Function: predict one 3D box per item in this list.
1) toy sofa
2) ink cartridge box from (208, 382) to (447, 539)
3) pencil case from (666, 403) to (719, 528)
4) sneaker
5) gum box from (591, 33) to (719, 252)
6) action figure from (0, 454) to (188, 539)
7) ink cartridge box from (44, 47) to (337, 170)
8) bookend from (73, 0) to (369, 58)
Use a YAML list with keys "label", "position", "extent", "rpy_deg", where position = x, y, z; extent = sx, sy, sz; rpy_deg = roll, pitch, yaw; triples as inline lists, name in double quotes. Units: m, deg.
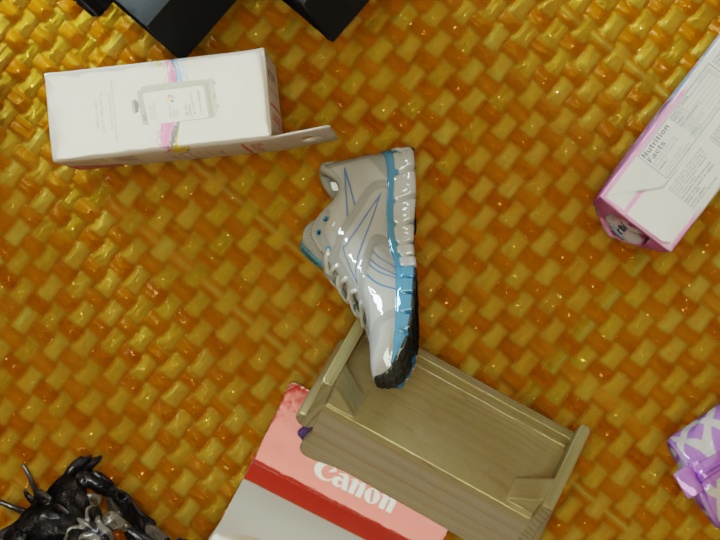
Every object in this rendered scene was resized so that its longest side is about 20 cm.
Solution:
- label: "toy sofa"
  position: [0.058, 0.122, 1.680]
  extent: [0.199, 0.098, 0.083]
  rpy_deg: [28, 53, 2]
- label: "ink cartridge box"
  position: [-0.027, 0.208, 1.698]
  extent: [0.162, 0.050, 0.201]
  rpy_deg: [26, 95, 2]
- label: "pencil case"
  position: [0.319, 0.108, 1.662]
  extent: [0.200, 0.085, 0.084]
  rpy_deg: [-34, 87, 3]
- label: "sneaker"
  position: [0.000, 0.000, 1.651]
  extent: [0.086, 0.075, 0.201]
  rpy_deg: [-1, 53, -1]
- label: "gum box"
  position: [0.247, -0.102, 1.649]
  extent: [0.066, 0.114, 0.200]
  rpy_deg: [38, 91, 2]
- label: "action figure"
  position: [-0.191, 0.208, 1.670]
  extent: [0.119, 0.200, 0.102]
  rpy_deg: [-39, 126, -25]
- label: "ink cartridge box"
  position: [-0.120, -0.118, 1.667]
  extent: [0.199, 0.116, 0.068]
  rpy_deg: [-6, 89, 2]
- label: "bookend"
  position: [-0.083, -0.220, 1.642]
  extent: [0.200, 0.092, 0.199]
  rpy_deg: [40, 89, 22]
